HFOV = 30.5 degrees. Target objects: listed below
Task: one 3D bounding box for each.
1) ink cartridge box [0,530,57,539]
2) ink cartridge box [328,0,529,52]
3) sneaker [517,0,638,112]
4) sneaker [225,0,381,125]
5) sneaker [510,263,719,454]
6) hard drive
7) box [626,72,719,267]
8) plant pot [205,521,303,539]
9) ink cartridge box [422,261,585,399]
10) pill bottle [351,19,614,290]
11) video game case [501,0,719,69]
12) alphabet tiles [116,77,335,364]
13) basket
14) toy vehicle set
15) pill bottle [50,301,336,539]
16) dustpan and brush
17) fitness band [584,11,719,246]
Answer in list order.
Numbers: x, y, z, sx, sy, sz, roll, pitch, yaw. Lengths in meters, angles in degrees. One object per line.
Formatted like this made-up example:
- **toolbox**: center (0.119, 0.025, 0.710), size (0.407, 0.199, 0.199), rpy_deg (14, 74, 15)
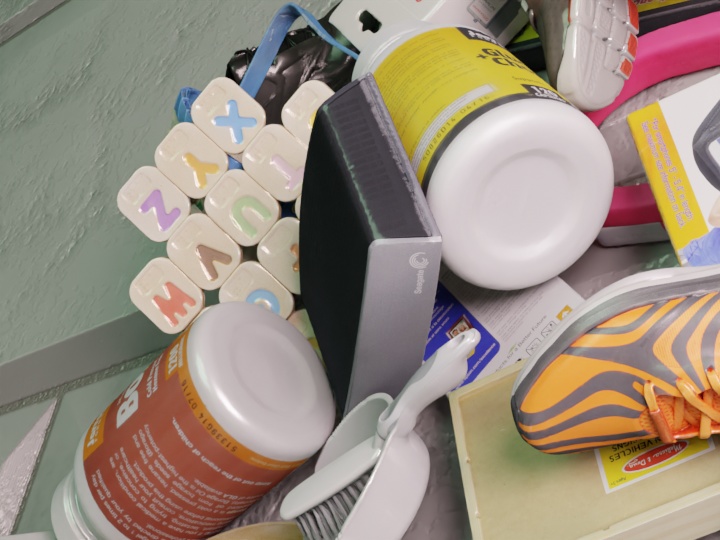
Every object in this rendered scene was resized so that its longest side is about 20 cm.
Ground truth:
- **ink cartridge box**: center (-0.243, 0.267, 0.845), size (0.200, 0.143, 0.088), rpy_deg (-121, 34, -56)
- **ink cartridge box**: center (0.080, -0.217, 0.947), size (0.200, 0.067, 0.117), rpy_deg (-46, 35, 7)
- **sneaker**: center (0.122, -0.179, 0.826), size (0.081, 0.077, 0.202), rpy_deg (-14, 56, 32)
- **sneaker**: center (-0.059, -0.160, 1.087), size (0.200, 0.091, 0.076), rpy_deg (-50, 30, 0)
- **sneaker**: center (0.162, 0.053, 0.572), size (0.198, 0.078, 0.113), rpy_deg (-27, 39, 16)
- **hard drive**: center (0.000, 0.000, 0.771), size (0.042, 0.201, 0.136), rpy_deg (-11, 56, -14)
- **box**: center (0.241, -0.067, 0.649), size (0.198, 0.042, 0.120), rpy_deg (-25, 47, 17)
- **plant pot**: center (-0.082, 0.228, 0.760), size (0.198, 0.028, 0.201), rpy_deg (-21, 30, 12)
- **ink cartridge box**: center (0.068, 0.020, 0.810), size (0.095, 0.037, 0.200), rpy_deg (-49, 38, 5)
- **pill bottle**: center (0.061, -0.081, 0.789), size (0.112, 0.112, 0.200), rpy_deg (-46, 33, 8)
- **video game case**: center (0.191, -0.228, 0.912), size (0.199, 0.025, 0.182), rpy_deg (-5, 55, 47)
- **alphabet tiles**: center (-0.062, -0.026, 0.897), size (0.200, 0.195, 0.015), rpy_deg (-48, -3, 5)
- **basket**: center (-0.068, -0.089, 0.986), size (0.201, 0.138, 0.176), rpy_deg (-56, 32, 9)
- **toy vehicle set**: center (0.142, 0.075, 0.651), size (0.198, 0.027, 0.125), rpy_deg (-26, 40, 18)
- **pill bottle**: center (-0.116, 0.119, 0.862), size (0.200, 0.112, 0.113), rpy_deg (-42, 33, 31)
- **dustpan and brush**: center (0.009, 0.102, 0.718), size (0.200, 0.057, 0.140), rpy_deg (-40, 20, 29)
- **fitness band**: center (0.191, -0.087, 0.769), size (0.199, 0.037, 0.145), rpy_deg (-8, 53, 45)
